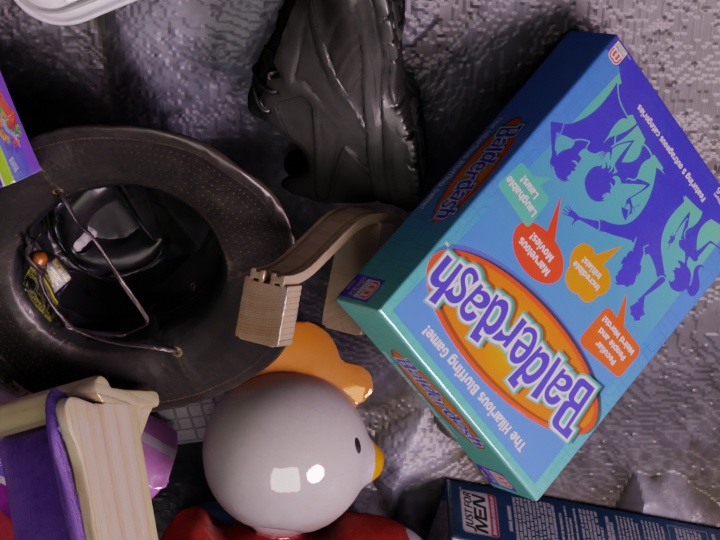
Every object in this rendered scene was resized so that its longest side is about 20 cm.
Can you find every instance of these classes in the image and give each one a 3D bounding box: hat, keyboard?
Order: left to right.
[{"bbox_3d":[-0.121,-0.015,1.155,0.201,0.081,0.201,6,125,8],"label":"hat"},{"bbox_3d":[-0.112,0.020,1.230,0.056,0.011,0.200,-11,123,6],"label":"keyboard"}]

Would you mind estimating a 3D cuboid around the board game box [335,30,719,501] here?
[{"bbox_3d":[0.102,-0.003,1.131,0.200,0.045,0.152,-49,120,-16],"label":"board game box"}]

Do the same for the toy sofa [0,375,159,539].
[{"bbox_3d":[-0.147,0.161,1.119,0.083,0.098,0.200,-16,79,24],"label":"toy sofa"}]

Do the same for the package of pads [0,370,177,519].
[{"bbox_3d":[-0.220,0.100,1.242,0.200,0.076,0.121,30,118,-20],"label":"package of pads"}]

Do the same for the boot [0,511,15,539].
[{"bbox_3d":[-0.220,0.119,1.169,0.200,0.072,0.144,25,121,-12],"label":"boot"}]

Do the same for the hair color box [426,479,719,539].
[{"bbox_3d":[0.138,0.201,1.327,0.200,0.061,0.100,11,122,-8],"label":"hair color box"}]

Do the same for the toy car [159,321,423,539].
[{"bbox_3d":[-0.027,0.130,1.226,0.177,0.184,0.200,7,104,-6],"label":"toy car"}]

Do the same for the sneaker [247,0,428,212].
[{"bbox_3d":[-0.018,-0.113,1.108,0.091,0.076,0.200,-3,122,8],"label":"sneaker"}]

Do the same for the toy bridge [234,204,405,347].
[{"bbox_3d":[0.000,0.000,1.134,0.027,0.200,0.067,14,99,27],"label":"toy bridge"}]

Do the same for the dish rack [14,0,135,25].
[{"bbox_3d":[-0.108,-0.219,1.020,0.200,0.044,0.172,-20,103,13],"label":"dish rack"}]

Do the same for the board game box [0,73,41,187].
[{"bbox_3d":[-0.262,-0.117,1.068,0.134,0.045,0.200,-20,97,12],"label":"board game box"}]
